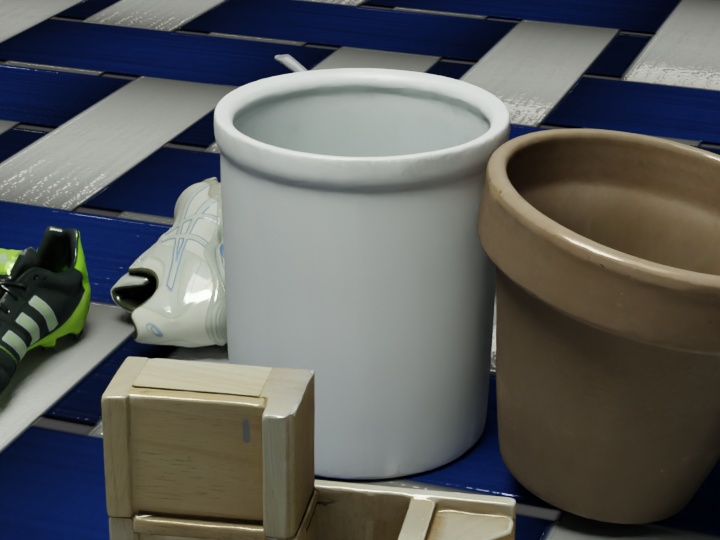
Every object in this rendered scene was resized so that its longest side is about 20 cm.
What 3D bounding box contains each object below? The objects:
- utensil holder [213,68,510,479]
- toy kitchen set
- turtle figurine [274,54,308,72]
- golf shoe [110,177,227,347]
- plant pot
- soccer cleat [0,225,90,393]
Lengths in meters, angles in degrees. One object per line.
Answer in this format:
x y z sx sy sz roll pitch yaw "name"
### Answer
0.000 0.000 1.123 0.169 0.201 0.170 1 22 0 "utensil holder"
-0.030 0.164 0.730 0.163 0.201 0.181 4 23 8 "toy kitchen set"
0.020 -0.059 1.328 0.193 0.144 0.200 6 34 -8 "turtle figurine"
-0.126 -0.007 1.305 0.097 0.079 0.200 -10 23 -7 "golf shoe"
0.147 0.037 1.048 0.200 0.175 0.200 11 25 -5 "plant pot"
-0.234 0.031 1.195 0.067 0.081 0.200 9 24 19 "soccer cleat"
